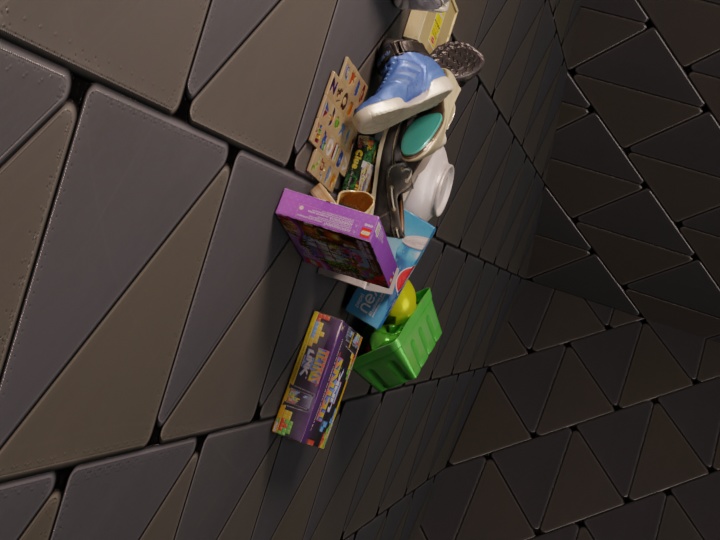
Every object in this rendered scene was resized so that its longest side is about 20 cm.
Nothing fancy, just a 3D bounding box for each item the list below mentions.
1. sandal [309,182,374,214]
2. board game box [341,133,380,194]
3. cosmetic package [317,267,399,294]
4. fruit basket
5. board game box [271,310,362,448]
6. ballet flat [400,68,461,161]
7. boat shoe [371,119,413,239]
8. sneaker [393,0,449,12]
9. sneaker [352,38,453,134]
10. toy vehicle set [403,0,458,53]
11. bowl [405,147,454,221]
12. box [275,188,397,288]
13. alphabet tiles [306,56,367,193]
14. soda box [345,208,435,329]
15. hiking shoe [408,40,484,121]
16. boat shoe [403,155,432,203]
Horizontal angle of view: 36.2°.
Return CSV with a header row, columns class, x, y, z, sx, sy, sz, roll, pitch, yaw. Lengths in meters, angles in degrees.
class,x,y,z,sx,sy,sz,roll,pitch,yaw
sandal,-0.010,-0.087,1.607,0.069,0.078,0.212,-39,159,0
board game box,0.013,-0.153,1.750,0.200,0.023,0.107,0,105,-77
cosmetic package,0.000,0.000,1.774,0.200,0.081,0.051,15,91,-76
fruit basket,0.050,0.086,2.025,0.214,0.154,0.219,31,47,-40
board game box,-0.066,0.181,1.787,0.165,0.056,0.203,48,60,-75
ballet flat,0.115,-0.229,1.712,0.070,0.068,0.202,87,20,-55
boat shoe,0.056,-0.149,1.740,0.072,0.067,0.203,-38,139,-67
sneaker,0.090,-0.422,1.576,0.200,0.098,0.079,12,96,-75
sneaker,0.041,-0.279,1.623,0.199,0.112,0.077,-28,172,-36
toy vehicle set,0.119,-0.414,1.841,0.200,0.026,0.126,32,77,-75
bowl,0.112,-0.156,1.994,0.201,0.089,0.204,19,90,-76
box,-0.029,-0.040,1.507,0.200,0.135,0.040,64,46,-69
alphabet tiles,-0.031,-0.204,1.566,0.200,0.006,0.169,36,72,-75
soda box,0.053,-0.003,1.902,0.202,0.067,0.064,-60,174,3
hiking shoe,0.122,-0.311,1.842,0.199,0.076,0.101,-31,164,-28
boat shoe,0.065,-0.155,1.870,0.202,0.060,0.074,-60,180,24
